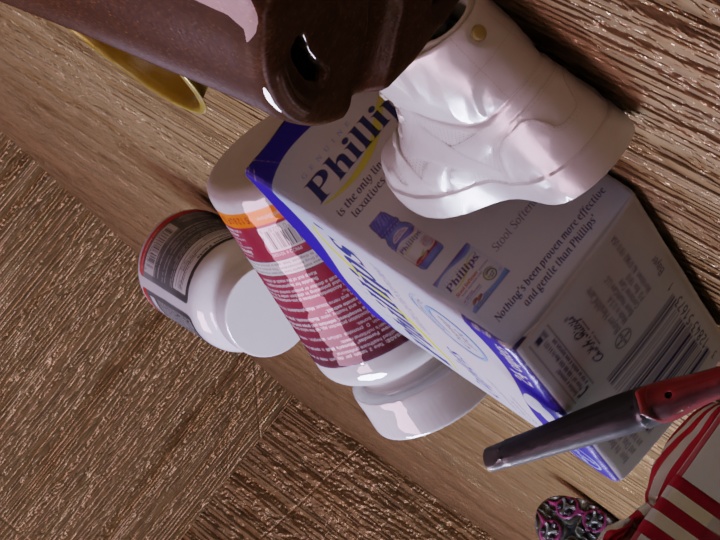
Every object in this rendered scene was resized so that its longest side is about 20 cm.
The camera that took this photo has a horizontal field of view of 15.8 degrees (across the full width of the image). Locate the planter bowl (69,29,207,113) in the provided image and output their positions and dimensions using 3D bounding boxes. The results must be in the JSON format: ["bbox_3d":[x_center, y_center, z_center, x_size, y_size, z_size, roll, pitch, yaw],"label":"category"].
[{"bbox_3d":[-0.136,-0.180,1.405,0.200,0.084,0.200,39,173,5],"label":"planter bowl"}]

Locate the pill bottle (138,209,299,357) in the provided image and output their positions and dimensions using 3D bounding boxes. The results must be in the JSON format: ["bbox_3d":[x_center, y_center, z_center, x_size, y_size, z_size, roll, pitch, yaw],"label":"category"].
[{"bbox_3d":[-0.132,0.015,2.548,0.116,0.116,0.200,43,173,-31],"label":"pill bottle"}]

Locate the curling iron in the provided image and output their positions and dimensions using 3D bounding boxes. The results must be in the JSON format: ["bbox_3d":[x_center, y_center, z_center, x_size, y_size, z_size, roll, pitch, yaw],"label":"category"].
[{"bbox_3d":[0.148,0.071,1.271,0.200,0.050,0.026,-13,135,27],"label":"curling iron"}]

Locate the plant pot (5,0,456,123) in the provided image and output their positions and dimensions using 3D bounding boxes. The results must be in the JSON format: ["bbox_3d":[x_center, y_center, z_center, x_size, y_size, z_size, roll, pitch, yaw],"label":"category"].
[{"bbox_3d":[-0.064,-0.150,0.760,0.198,0.201,0.200,29,171,19],"label":"plant pot"}]

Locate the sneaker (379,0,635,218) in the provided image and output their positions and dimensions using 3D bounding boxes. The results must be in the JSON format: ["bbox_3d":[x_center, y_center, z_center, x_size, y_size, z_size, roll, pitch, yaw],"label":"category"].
[{"bbox_3d":[0.037,-0.086,1.191,0.116,0.074,0.200,42,163,-16],"label":"sneaker"}]

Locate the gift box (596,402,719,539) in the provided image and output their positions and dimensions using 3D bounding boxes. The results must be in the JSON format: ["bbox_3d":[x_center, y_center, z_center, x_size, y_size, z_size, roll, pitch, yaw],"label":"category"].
[{"bbox_3d":[0.231,0.203,1.574,0.187,0.185,0.200,35,167,13],"label":"gift box"}]

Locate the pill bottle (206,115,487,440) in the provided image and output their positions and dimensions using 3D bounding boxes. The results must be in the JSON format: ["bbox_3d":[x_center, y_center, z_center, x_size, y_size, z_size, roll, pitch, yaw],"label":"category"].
[{"bbox_3d":[0.000,0.000,1.583,0.200,0.109,0.110,58,166,-23],"label":"pill bottle"}]

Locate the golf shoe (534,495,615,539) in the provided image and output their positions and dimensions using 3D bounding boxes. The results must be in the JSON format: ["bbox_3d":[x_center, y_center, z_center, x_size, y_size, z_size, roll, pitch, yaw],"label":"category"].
[{"bbox_3d":[0.255,0.296,2.538,0.200,0.073,0.092,37,175,17],"label":"golf shoe"}]

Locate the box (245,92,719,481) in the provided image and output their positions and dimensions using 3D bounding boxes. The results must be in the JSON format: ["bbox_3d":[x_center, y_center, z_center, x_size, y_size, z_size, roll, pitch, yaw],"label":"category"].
[{"bbox_3d":[0.069,-0.007,1.369,0.200,0.105,0.184,35,172,35],"label":"box"}]
